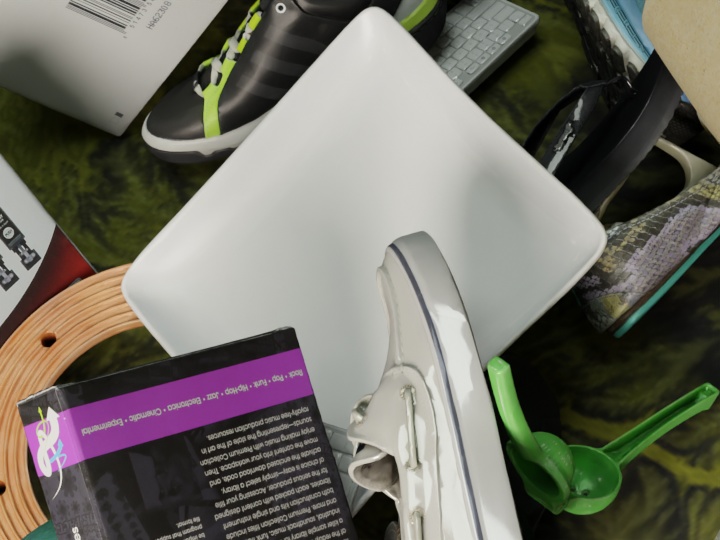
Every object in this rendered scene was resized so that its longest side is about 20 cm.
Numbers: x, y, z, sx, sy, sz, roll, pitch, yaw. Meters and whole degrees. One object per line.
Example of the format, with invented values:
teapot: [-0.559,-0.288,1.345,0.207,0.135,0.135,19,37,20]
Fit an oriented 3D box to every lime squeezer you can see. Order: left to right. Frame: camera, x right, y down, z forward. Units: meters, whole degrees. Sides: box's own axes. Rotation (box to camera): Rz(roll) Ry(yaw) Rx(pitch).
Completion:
lime squeezer: [0.099,0.079,1.000,0.071,0.199,0.038,-47,60,21]

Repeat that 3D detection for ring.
ring: [-0.104,0.088,1.123,0.199,0.019,0.202,-4,64,8]

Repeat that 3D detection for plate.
plate: [0.000,0.000,1.087,0.200,0.032,0.200,-47,56,7]

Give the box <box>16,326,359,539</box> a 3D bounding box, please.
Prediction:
box: [-0.058,0.135,0.958,0.036,0.142,0.201,-23,83,43]

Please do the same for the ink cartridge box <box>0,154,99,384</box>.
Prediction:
ink cartridge box: [-0.261,0.016,1.162,0.200,0.176,0.084,-45,22,-16]

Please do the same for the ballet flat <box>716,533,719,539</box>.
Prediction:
ballet flat: [0.197,0.121,0.975,0.200,0.072,0.072,-39,48,-12]

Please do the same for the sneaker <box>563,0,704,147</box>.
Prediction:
sneaker: [0.160,-0.152,1.211,0.089,0.079,0.201,-17,48,3]

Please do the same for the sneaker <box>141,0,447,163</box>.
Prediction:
sneaker: [-0.047,-0.137,1.261,0.199,0.083,0.072,-28,34,9]

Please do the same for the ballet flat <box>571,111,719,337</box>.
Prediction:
ballet flat: [0.179,-0.051,1.115,0.200,0.072,0.072,-39,48,-10]

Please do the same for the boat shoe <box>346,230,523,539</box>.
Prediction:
boat shoe: [0.025,0.077,0.972,0.065,0.072,0.201,-11,67,-3]

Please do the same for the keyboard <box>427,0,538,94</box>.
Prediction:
keyboard: [0.015,-0.087,1.249,0.200,0.011,0.056,-43,49,-16]

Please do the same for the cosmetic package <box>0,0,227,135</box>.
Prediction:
cosmetic package: [-0.142,-0.229,1.302,0.199,0.122,0.201,-46,32,38]

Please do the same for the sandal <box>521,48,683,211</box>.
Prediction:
sandal: [0.092,-0.042,1.109,0.200,0.043,0.076,-49,8,6]

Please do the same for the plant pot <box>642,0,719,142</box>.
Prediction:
plant pot: [0.233,-0.090,1.016,0.200,0.188,0.187,38,71,20]

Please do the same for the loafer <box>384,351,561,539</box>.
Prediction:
loafer: [0.044,0.133,1.033,0.072,0.073,0.201,-21,37,35]

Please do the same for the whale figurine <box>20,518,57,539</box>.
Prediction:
whale figurine: [-0.133,0.201,0.996,0.159,0.103,0.201,5,70,54]

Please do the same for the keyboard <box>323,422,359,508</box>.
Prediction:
keyboard: [-0.050,0.165,1.029,0.056,0.011,0.201,14,80,33]
